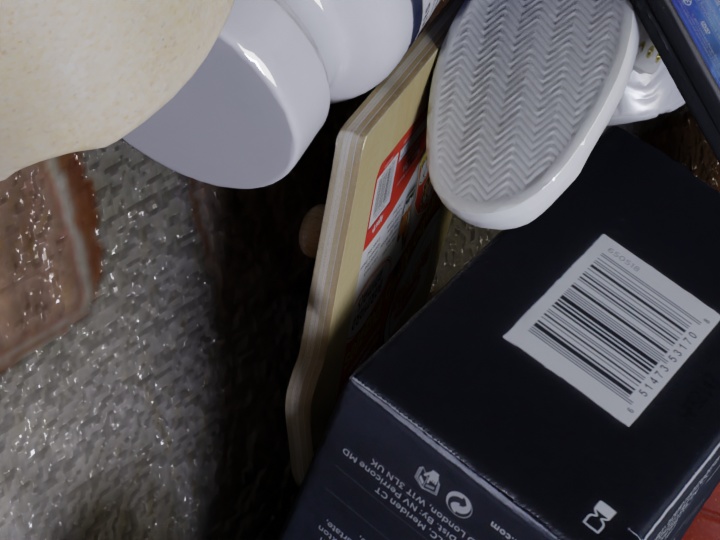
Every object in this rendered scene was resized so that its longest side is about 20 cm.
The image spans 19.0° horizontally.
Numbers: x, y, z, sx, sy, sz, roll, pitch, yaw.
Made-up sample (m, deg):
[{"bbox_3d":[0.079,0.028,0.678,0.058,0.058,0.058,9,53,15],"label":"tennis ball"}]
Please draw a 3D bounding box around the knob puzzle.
[{"bbox_3d":[0.000,0.000,0.840,0.220,0.030,0.221,17,90,-79],"label":"knob puzzle"}]

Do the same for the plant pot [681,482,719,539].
[{"bbox_3d":[0.180,0.151,1.036,0.200,0.200,0.196,2,103,-55],"label":"plant pot"}]

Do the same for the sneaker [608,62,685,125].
[{"bbox_3d":[0.155,-0.151,1.024,0.200,0.078,0.100,-43,126,-44],"label":"sneaker"}]

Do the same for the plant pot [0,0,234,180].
[{"bbox_3d":[-0.118,-0.128,0.561,0.201,0.200,0.184,-63,153,-24],"label":"plant pot"}]

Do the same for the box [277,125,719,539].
[{"bbox_3d":[0.064,0.084,0.832,0.197,0.117,0.200,-41,161,-43],"label":"box"}]

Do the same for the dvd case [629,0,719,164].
[{"bbox_3d":[0.164,-0.132,0.824,0.200,0.018,0.143,-33,95,-41],"label":"dvd case"}]

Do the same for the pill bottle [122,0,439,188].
[{"bbox_3d":[-0.016,-0.131,0.746,0.200,0.115,0.116,-58,139,-30],"label":"pill bottle"}]

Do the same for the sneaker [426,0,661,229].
[{"bbox_3d":[0.086,-0.084,0.832,0.116,0.073,0.201,61,43,-56],"label":"sneaker"}]
